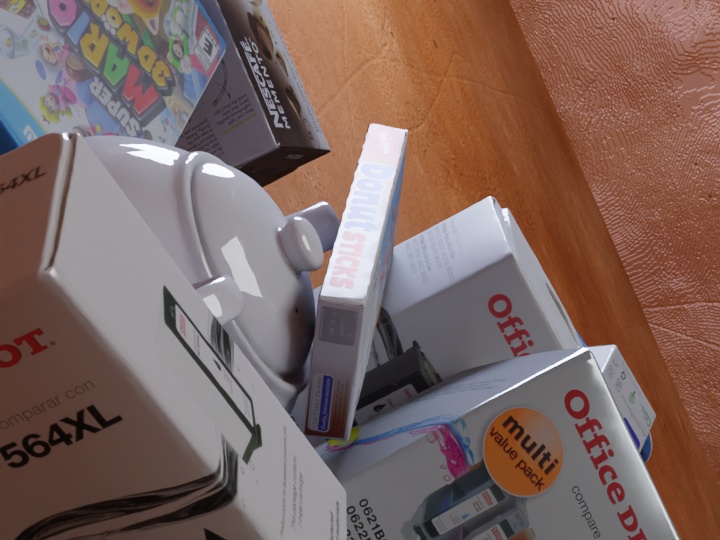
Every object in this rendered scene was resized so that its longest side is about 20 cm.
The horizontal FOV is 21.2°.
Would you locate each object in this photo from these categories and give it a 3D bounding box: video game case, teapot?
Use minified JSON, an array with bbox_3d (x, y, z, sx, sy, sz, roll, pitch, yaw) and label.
[{"bbox_3d":[-0.141,-0.115,1.017,0.143,0.018,0.200,58,34,-30],"label":"video game case"},{"bbox_3d":[-0.085,0.016,0.876,0.197,0.145,0.201,50,23,-46],"label":"teapot"}]

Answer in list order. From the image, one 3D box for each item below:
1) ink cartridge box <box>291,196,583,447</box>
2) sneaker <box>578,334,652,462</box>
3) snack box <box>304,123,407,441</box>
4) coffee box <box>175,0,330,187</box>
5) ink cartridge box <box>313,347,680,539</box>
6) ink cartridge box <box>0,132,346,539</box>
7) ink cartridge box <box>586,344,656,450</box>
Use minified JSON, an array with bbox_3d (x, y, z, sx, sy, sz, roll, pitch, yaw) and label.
[{"bbox_3d":[0.024,0.075,1.045,0.146,0.199,0.083,59,8,-22],"label":"ink cartridge box"},{"bbox_3d":[0.230,0.137,1.918,0.200,0.076,0.111,57,11,-18],"label":"sneaker"},{"bbox_3d":[0.000,0.000,0.939,0.200,0.024,0.072,-75,172,-62],"label":"snack box"},{"bbox_3d":[-0.104,-0.148,1.188,0.201,0.079,0.113,67,15,5],"label":"coffee box"},{"bbox_3d":[0.031,0.144,0.896,0.146,0.199,0.145,64,-22,-3],"label":"ink cartridge box"},{"bbox_3d":[-0.113,0.069,0.695,0.200,0.145,0.085,55,20,-33],"label":"ink cartridge box"},{"bbox_3d":[0.211,0.173,1.786,0.100,0.039,0.200,58,43,-29],"label":"ink cartridge box"}]
